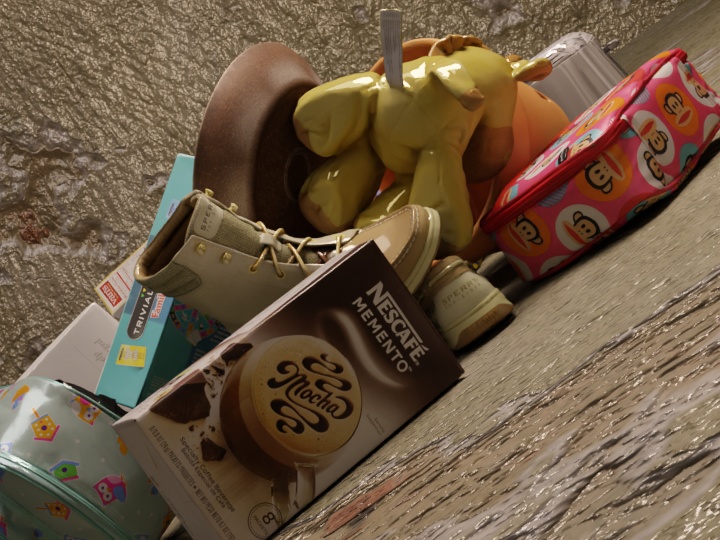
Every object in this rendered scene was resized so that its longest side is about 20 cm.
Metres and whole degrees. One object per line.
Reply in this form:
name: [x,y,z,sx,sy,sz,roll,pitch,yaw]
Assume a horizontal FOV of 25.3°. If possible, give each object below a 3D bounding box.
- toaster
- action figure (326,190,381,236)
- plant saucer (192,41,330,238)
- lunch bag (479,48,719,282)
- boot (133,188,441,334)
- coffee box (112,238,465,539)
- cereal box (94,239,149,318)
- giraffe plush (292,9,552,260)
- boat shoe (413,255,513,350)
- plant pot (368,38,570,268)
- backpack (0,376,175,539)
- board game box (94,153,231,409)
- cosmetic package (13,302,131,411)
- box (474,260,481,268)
toaster: [0.195,-0.150,1.629,0.200,0.130,0.114,-35,3,18]
action figure: [0.000,0.000,1.365,0.194,0.104,0.200,-49,22,23]
plant saucer: [-0.062,-0.077,1.262,0.036,0.202,0.200,8,28,28]
lunch bag: [0.183,-0.075,1.248,0.176,0.082,0.200,-39,3,43]
boot: [-0.054,-0.012,1.161,0.200,0.154,0.072,-35,34,35]
coffee box: [-0.046,0.084,1.055,0.200,0.113,0.080,-38,5,-22]
cereal box: [-0.150,-0.023,1.567,0.200,0.040,0.144,-42,-17,7]
giraffe plush: [0.059,-0.115,1.245,0.162,0.172,0.201,-25,-45,-51]
boat shoe: [0.066,0.019,1.225,0.073,0.063,0.200,-37,3,-10]
plant pot: [0.097,-0.095,1.411,0.139,0.201,0.200,3,-25,-41]
backpack: [-0.232,0.171,1.237,0.200,0.176,0.154,-29,25,55]
board game box: [-0.123,0.026,1.303,0.151,0.047,0.201,29,-103,-58]
cosmetic package: [-0.243,0.147,1.464,0.165,0.165,0.200,-49,7,-12]
box: [0.091,-0.045,1.635,0.064,0.071,0.200,-16,9,12]
